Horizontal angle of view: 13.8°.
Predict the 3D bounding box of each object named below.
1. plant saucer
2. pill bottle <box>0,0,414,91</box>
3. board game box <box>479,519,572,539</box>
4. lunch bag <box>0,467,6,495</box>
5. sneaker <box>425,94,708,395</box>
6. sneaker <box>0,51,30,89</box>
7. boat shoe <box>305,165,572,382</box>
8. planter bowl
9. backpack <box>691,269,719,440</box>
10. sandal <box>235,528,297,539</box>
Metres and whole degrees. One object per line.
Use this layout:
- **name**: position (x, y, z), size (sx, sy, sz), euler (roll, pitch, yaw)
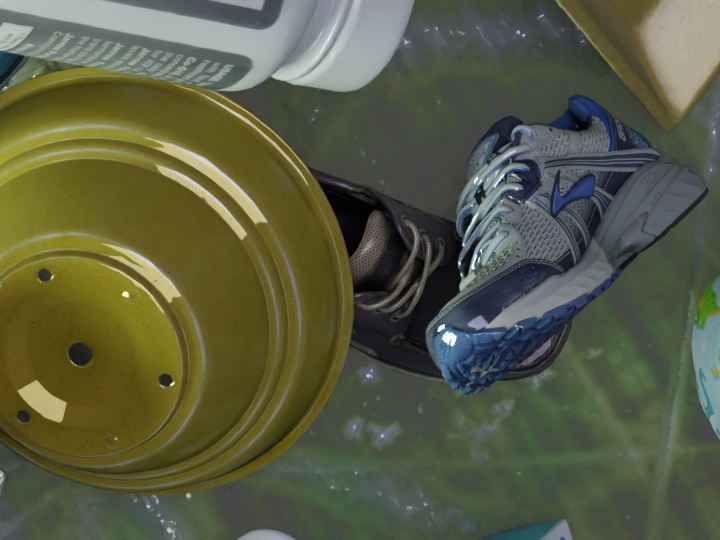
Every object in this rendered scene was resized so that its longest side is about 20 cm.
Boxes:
- **plant saucer**: position (0.146, -0.181, 1.281), size (0.048, 0.200, 0.200), euler (35, 88, 27)
- **pill bottle**: position (-0.084, -0.134, 1.214), size (0.200, 0.113, 0.113), euler (9, 92, -29)
- **board game box**: position (0.060, 0.209, 1.267), size (0.047, 0.200, 0.151), euler (-17, 96, 26)
- **lunch bag**: position (-0.246, 0.132, 1.244), size (0.117, 0.164, 0.200), euler (32, 89, -12)
- **sneaker**: position (0.069, -0.016, 1.279), size (0.085, 0.200, 0.077), euler (48, 126, 2)
- **sneaker**: position (-0.148, -0.169, 1.283), size (0.077, 0.080, 0.200), euler (22, 91, -7)
- **boat shoe**: position (0.000, 0.000, 1.310), size (0.200, 0.073, 0.075), euler (21, 91, -7)
- **planter bowl**: position (-0.108, 0.021, 1.256), size (0.200, 0.083, 0.201), euler (5, 113, 11)
- **backpack**: position (0.247, 0.031, 1.316), size (0.200, 0.154, 0.164), euler (-18, 97, -27)
- **sandal**: position (0.000, 0.207, 1.328), size (0.079, 0.059, 0.207), euler (-33, 89, 24)
